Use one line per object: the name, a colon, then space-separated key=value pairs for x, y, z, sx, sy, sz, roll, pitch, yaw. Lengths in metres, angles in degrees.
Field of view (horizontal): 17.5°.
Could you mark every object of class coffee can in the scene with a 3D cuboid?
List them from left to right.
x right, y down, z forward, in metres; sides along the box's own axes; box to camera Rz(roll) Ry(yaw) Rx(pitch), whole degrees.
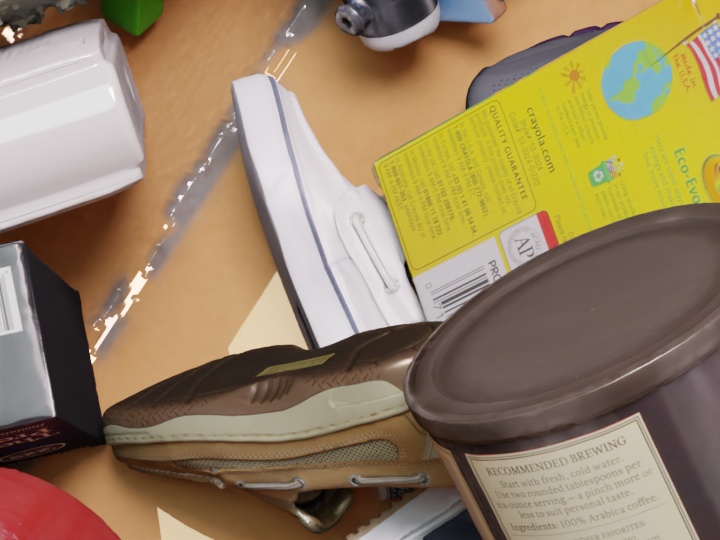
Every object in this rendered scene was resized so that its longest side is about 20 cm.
coffee can: x=0.123 y=0.097 z=0.871 sx=0.146 sy=0.146 sz=0.201 roll=-29 pitch=108 yaw=-6

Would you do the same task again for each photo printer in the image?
photo printer: x=-0.193 y=-0.046 z=1.012 sx=0.199 sy=0.166 sz=0.070 roll=-18 pitch=102 yaw=-2

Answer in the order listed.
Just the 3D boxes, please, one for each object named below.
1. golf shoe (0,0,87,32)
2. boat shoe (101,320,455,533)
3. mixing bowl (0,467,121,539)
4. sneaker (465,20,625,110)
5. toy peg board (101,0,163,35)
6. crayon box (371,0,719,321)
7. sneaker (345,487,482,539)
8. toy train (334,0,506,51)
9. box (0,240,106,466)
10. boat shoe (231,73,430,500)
golf shoe: x=-0.184 y=-0.144 z=1.028 sx=0.199 sy=0.078 sz=0.098 roll=-13 pitch=94 yaw=44
boat shoe: x=-0.030 y=0.075 z=0.969 sx=0.072 sy=0.199 sz=0.077 roll=-32 pitch=105 yaw=-41
mixing bowl: x=-0.155 y=0.153 z=0.938 sx=0.199 sy=0.201 sz=0.109 roll=17 pitch=34 yaw=11
sneaker: x=0.144 y=-0.097 z=1.036 sx=0.199 sy=0.088 sz=0.075 roll=-6 pitch=63 yaw=2
toy peg board: x=-0.121 y=-0.225 z=1.113 sx=0.199 sy=0.098 sz=0.199 roll=32 pitch=56 yaw=14
crayon box: x=0.112 y=-0.028 z=0.957 sx=0.199 sy=0.051 sz=0.128 roll=-27 pitch=74 yaw=31
sneaker: x=0.020 y=0.164 z=0.964 sx=0.200 sy=0.070 sz=0.109 roll=-36 pitch=69 yaw=-11
toy train: x=0.006 y=-0.190 z=1.035 sx=0.086 sy=0.201 sz=0.114 roll=10 pitch=44 yaw=44
box: x=-0.219 y=0.054 z=0.982 sx=0.199 sy=0.141 sz=0.079 roll=-13 pitch=84 yaw=1
boat shoe: x=0.000 y=0.000 z=1.031 sx=0.065 sy=0.074 sz=0.201 roll=-21 pitch=80 yaw=-7
